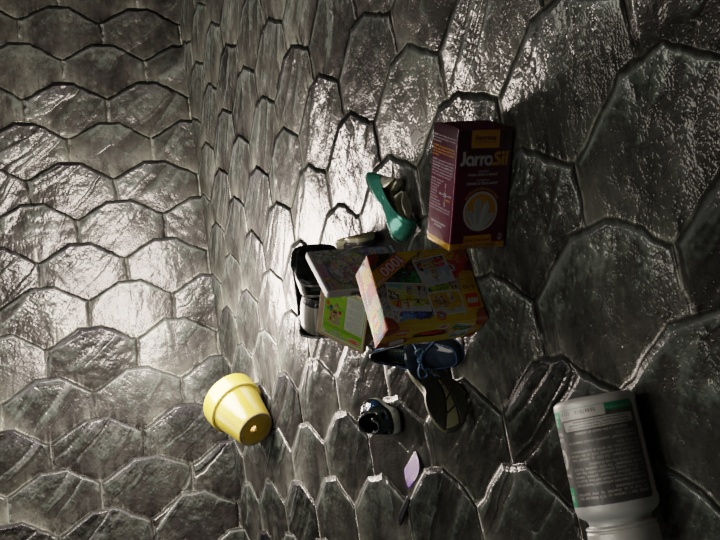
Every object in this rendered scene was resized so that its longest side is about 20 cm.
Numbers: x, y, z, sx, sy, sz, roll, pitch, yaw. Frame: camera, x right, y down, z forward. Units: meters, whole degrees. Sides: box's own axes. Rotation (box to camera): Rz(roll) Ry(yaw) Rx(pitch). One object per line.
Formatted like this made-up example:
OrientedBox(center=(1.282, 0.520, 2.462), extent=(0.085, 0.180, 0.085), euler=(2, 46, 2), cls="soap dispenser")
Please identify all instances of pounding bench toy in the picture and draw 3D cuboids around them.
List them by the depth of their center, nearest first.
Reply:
OrientedBox(center=(0.035, 0.085, 1.861), extent=(0.198, 0.155, 0.126), euler=(23, 120, 29), cls="pounding bench toy")

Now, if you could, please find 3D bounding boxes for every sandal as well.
OrientedBox(center=(0.151, 0.237, 1.697), extent=(0.202, 0.079, 0.058), euler=(-118, 9, -52), cls="sandal")

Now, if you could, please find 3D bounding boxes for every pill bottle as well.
OrientedBox(center=(0.333, 0.269, 1.181), extent=(0.113, 0.111, 0.203), euler=(141, 122, -64), cls="pill bottle")

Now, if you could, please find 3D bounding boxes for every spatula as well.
OrientedBox(center=(0.102, 0.483, 1.916), extent=(0.057, 0.020, 0.202), euler=(-105, 19, -55), cls="spatula")

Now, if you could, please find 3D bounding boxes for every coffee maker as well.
OrientedBox(center=(-0.113, 0.035, 2.165), extent=(0.193, 0.133, 0.202), euler=(-125, 24, -44), cls="coffee maker")

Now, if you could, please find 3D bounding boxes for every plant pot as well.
OrientedBox(center=(-0.398, 0.480, 2.953), extent=(0.188, 0.199, 0.203), euler=(38, 130, 42), cls="plant pot")

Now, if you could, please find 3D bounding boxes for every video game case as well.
OrientedBox(center=(0.000, 0.000, 1.835), extent=(0.144, 0.197, 0.018), euler=(-121, 35, -47), cls="video game case")

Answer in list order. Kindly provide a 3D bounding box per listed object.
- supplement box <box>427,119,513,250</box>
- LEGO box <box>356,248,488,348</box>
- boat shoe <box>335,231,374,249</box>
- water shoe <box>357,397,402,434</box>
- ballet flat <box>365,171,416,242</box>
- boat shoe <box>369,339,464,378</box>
OrientedBox(center=(0.182, -0.144, 1.475), extent=(0.086, 0.109, 0.203), euler=(-144, 52, -61), cls="supplement box")
OrientedBox(center=(0.107, 0.046, 1.580), extent=(0.077, 0.197, 0.151), euler=(121, 138, -55), cls="LEGO box")
OrientedBox(center=(-0.009, -0.049, 2.028), extent=(0.200, 0.071, 0.066), euler=(169, 90, -72), cls="boat shoe")
OrientedBox(center=(0.024, 0.331, 2.004), extent=(0.200, 0.078, 0.073), euler=(168, 96, -68), cls="water shoe")
OrientedBox(center=(0.071, -0.149, 1.830), extent=(0.070, 0.067, 0.202), euler=(-47, 47, 30), cls="ballet flat")
OrientedBox(center=(0.105, 0.171, 1.691), extent=(0.198, 0.068, 0.085), euler=(-10, 101, 40), cls="boat shoe")
